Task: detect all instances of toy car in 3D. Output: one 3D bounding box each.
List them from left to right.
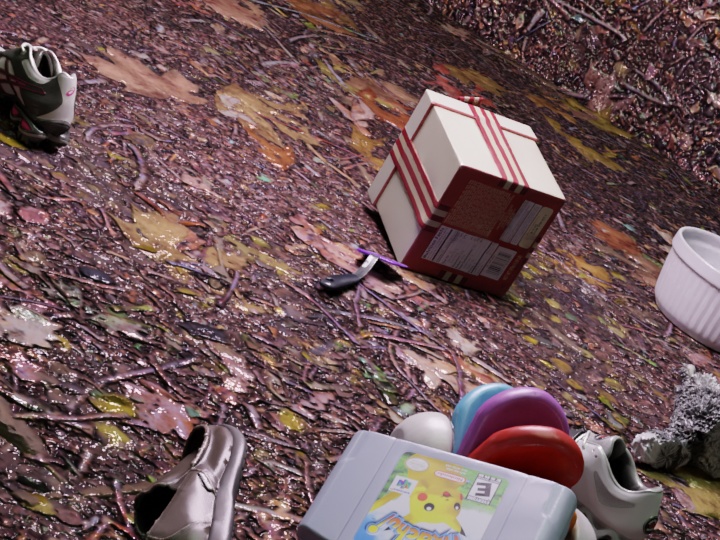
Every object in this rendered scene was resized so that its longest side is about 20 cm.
[{"bbox_3d":[0.126,0.175,1.448,0.173,0.151,0.201,20,22,-20],"label":"toy car"}]

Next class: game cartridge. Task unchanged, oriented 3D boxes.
[{"bbox_3d":[0.057,0.201,1.318,0.198,0.041,0.134,13,46,22],"label":"game cartridge"}]

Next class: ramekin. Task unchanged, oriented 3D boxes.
[{"bbox_3d":[0.508,0.036,2.348,0.198,0.106,0.201,24,20,-9],"label":"ramekin"}]

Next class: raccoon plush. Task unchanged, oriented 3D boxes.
[{"bbox_3d":[0.360,0.158,1.896,0.198,0.098,0.134,13,17,-36],"label":"raccoon plush"}]

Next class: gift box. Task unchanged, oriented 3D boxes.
[{"bbox_3d":[0.134,-0.092,2.072,0.198,0.185,0.188,20,30,-30],"label":"gift box"}]

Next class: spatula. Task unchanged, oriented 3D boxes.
[{"bbox_3d":[0.000,0.000,1.888,0.056,0.021,0.200,21,20,18],"label":"spatula"}]

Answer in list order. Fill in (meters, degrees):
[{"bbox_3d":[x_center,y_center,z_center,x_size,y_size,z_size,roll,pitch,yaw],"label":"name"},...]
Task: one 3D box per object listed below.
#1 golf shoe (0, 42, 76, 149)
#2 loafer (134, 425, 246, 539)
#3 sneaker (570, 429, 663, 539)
[{"bbox_3d":[-0.368,-0.215,1.831,0.077,0.089,0.200,0,33,-49],"label":"golf shoe"},{"bbox_3d":[-0.128,0.166,1.230,0.070,0.074,0.200,18,18,-8],"label":"loafer"},{"bbox_3d":[0.219,0.185,1.642,0.199,0.089,0.074,39,24,30],"label":"sneaker"}]
